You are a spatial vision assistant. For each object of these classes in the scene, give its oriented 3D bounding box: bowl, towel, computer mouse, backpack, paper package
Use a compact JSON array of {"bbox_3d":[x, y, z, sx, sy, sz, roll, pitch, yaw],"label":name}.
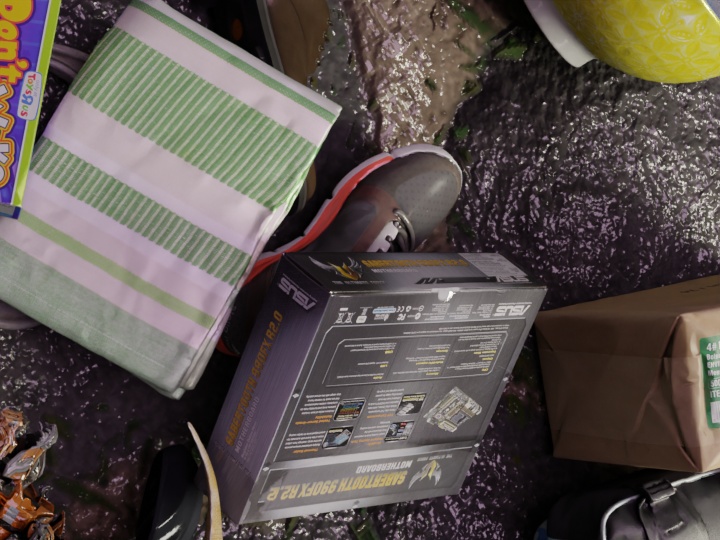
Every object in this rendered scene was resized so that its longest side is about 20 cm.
[{"bbox_3d":[0.168,-0.199,1.278,0.107,0.200,0.200,-33,108,20],"label":"bowl"},{"bbox_3d":[-0.120,-0.046,1.124,0.152,0.023,0.201,30,83,-4],"label":"towel"},{"bbox_3d":[-0.122,0.197,1.127,0.034,0.059,0.201,16,64,-14],"label":"computer mouse"},{"bbox_3d":[0.215,0.231,1.274,0.176,0.150,0.201,-14,88,-25],"label":"backpack"},{"bbox_3d":[0.245,0.060,1.274,0.199,0.190,0.104,-10,92,-27],"label":"paper package"}]

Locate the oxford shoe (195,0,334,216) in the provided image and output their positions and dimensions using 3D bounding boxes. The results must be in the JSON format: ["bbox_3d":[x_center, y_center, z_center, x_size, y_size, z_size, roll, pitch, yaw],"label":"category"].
[{"bbox_3d":[-0.047,-0.136,1.195,0.084,0.072,0.202,-13,98,-37],"label":"oxford shoe"}]

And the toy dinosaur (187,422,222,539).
[{"bbox_3d":[-0.089,0.198,1.084,0.058,0.101,0.201,8,67,14],"label":"toy dinosaur"}]

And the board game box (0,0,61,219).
[{"bbox_3d":[-0.241,-0.142,1.083,0.133,0.045,0.202,11,80,-12],"label":"board game box"}]

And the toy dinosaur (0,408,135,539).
[{"bbox_3d":[-0.201,0.183,1.103,0.135,0.102,0.201,14,120,-12],"label":"toy dinosaur"}]

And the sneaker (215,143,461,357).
[{"bbox_3d":[0.000,0.000,1.197,0.200,0.082,0.077,-39,130,-18],"label":"sneaker"}]

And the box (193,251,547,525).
[{"bbox_3d":[0.009,0.068,1.157,0.199,0.048,0.159,-1,121,-46],"label":"box"}]

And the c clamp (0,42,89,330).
[{"bbox_3d":[-0.218,-0.058,1.124,0.171,0.027,0.201,41,71,-21],"label":"c clamp"}]
